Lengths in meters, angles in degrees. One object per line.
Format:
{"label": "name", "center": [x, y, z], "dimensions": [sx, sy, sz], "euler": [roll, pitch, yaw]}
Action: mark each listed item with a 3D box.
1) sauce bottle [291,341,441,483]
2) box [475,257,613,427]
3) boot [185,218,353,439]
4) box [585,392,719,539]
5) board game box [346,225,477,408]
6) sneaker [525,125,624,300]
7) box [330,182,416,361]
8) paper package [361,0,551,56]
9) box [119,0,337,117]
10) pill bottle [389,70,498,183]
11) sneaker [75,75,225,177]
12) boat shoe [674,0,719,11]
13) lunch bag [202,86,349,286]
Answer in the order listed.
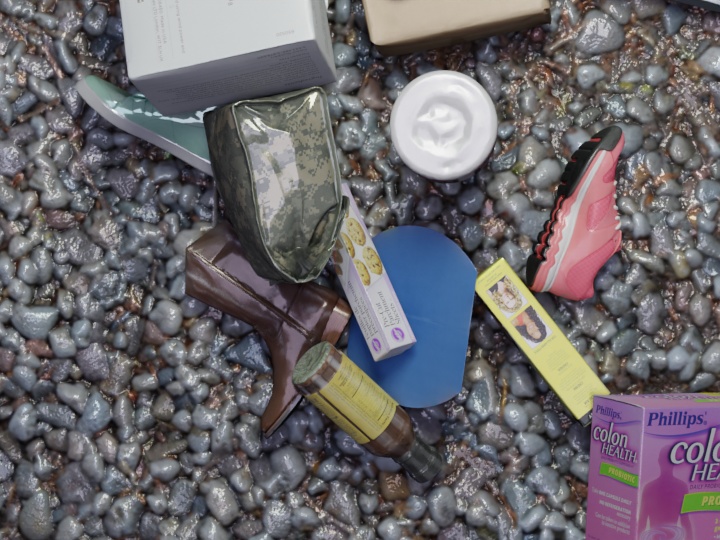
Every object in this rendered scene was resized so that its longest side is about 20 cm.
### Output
{"label": "sauce bottle", "center": [0.010, 0.161, 1.625], "dimensions": [0.065, 0.065, 0.200], "euler": [-43, 113, 5]}
{"label": "box", "center": [0.199, 0.078, 1.627], "dimensions": [0.050, 0.075, 0.200], "euler": [-39, 87, 2]}
{"label": "boot", "center": [-0.131, 0.064, 1.662], "dimensions": [0.199, 0.064, 0.187], "euler": [31, 86, 2]}
{"label": "box", "center": [0.340, 0.236, 1.572], "dimensions": [0.174, 0.097, 0.202], "euler": [2, 92, -25]}
{"label": "board game box", "center": [0.064, 0.050, 1.644], "dimensions": [0.157, 0.039, 0.202], "euler": [13, 101, 35]}
{"label": "sneaker", "center": [0.256, -0.060, 1.628], "dimensions": [0.086, 0.074, 0.201], "euler": [22, 98, -10]}
{"label": "box", "center": [0.000, 0.000, 1.631], "dimensions": [0.041, 0.039, 0.201], "euler": [-13, 73, -35]}
{"label": "paper package", "center": [0.093, -0.345, 1.606], "dimensions": [0.198, 0.103, 0.192], "euler": [-11, 90, 6]}
{"label": "box", "center": [-0.141, -0.286, 1.523], "dimensions": [0.198, 0.131, 0.201], "euler": [-11, 76, 7]}
{"label": "pill bottle", "center": [0.090, -0.148, 1.564], "dimensions": [0.110, 0.200, 0.112], "euler": [0, 92, 5]}
{"label": "sneaker", "center": [-0.211, -0.198, 1.651], "dimensions": [0.199, 0.074, 0.119], "euler": [27, 101, -6]}
{"label": "boat shoe", "center": [0.323, -0.349, 1.605], "dimensions": [0.199, 0.071, 0.092], "euler": [14, 92, -2]}
{"label": "lunch bag", "center": [-0.085, -0.083, 1.558], "dimensions": [0.117, 0.164, 0.202], "euler": [-12, 95, -16]}
